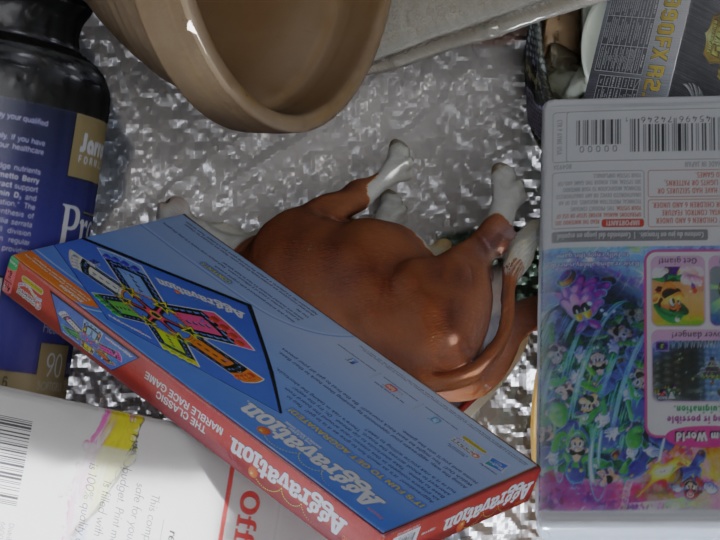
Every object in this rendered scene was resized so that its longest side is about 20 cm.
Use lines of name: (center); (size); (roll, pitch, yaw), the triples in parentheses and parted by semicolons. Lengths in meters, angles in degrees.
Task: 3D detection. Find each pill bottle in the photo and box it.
pill bottle: (-0.164, -0.037, 0.985); (0.111, 0.112, 0.202); (9, 89, -15)

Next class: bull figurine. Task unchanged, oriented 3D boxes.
bull figurine: (0.000, 0.000, 1.016); (0.121, 0.199, 0.065); (-43, 134, -27)

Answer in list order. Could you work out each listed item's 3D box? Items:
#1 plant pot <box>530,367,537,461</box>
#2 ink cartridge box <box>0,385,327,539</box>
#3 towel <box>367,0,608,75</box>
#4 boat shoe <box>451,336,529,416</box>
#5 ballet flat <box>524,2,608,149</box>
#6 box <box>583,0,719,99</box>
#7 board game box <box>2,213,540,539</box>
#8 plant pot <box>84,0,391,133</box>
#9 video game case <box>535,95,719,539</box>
plant pot: (0.205, 0.081, 1.058); (0.182, 0.200, 0.202); (-10, 93, -31)
ink cartridge box: (-0.097, 0.115, 0.904); (0.198, 0.067, 0.117); (13, 77, -13)
towel: (0.061, -0.173, 1.028); (0.199, 0.034, 0.134); (-17, 79, 22)
boat shoe: (-0.015, 0.065, 1.049); (0.199, 0.071, 0.063); (-35, 103, -6)
ballet flat: (0.109, -0.148, 1.080); (0.071, 0.072, 0.202); (-1, 90, -15)
box: (0.177, -0.112, 1.073); (0.158, 0.048, 0.202); (19, 84, -47)
board game box: (-0.036, 0.042, 0.920); (0.103, 0.199, 0.020); (-14, 132, -51)
plant pot: (-0.065, -0.156, 0.955); (0.092, 0.200, 0.203); (2, 90, 25)
video game case: (0.169, 0.017, 0.933); (0.198, 0.024, 0.184); (0, 68, 8)
